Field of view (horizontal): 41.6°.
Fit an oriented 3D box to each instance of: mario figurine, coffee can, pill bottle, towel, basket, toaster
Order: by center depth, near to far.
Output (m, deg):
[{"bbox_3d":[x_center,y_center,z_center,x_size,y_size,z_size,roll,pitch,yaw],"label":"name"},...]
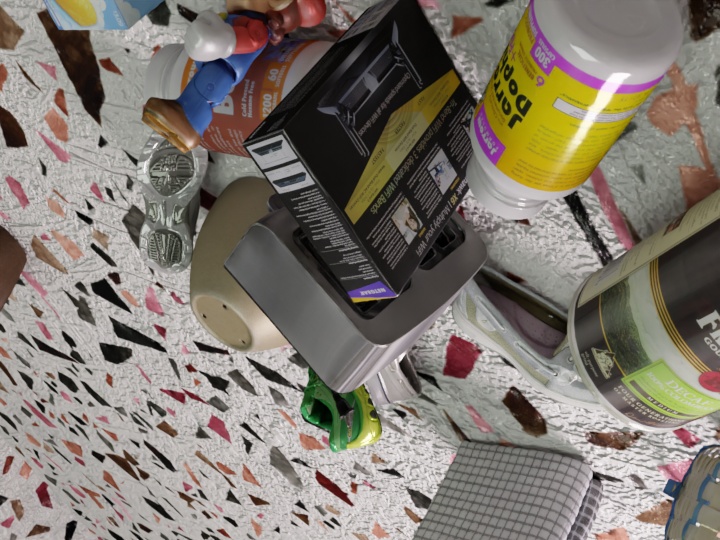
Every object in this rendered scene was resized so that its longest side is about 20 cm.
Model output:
[{"bbox_3d":[0.143,-0.122,0.693,0.104,0.105,0.201,34,147,7],"label":"pill bottle"},{"bbox_3d":[0.270,0.025,0.708,0.146,0.147,0.200,40,148,-2],"label":"coffee can"},{"bbox_3d":[-0.115,-0.201,0.773,0.123,0.201,0.106,29,169,39],"label":"mario figurine"},{"bbox_3d":[-0.104,-0.162,0.882,0.198,0.113,0.113,13,140,33],"label":"pill bottle"},{"bbox_3d":[0.000,0.000,0.883,0.200,0.180,0.119,48,146,8],"label":"toaster"},{"bbox_3d":[0.372,0.247,0.900,0.175,0.141,0.200,24,179,22],"label":"basket"},{"bbox_3d":[0.174,0.302,1.123,0.199,0.166,0.086,-3,135,47],"label":"towel"}]

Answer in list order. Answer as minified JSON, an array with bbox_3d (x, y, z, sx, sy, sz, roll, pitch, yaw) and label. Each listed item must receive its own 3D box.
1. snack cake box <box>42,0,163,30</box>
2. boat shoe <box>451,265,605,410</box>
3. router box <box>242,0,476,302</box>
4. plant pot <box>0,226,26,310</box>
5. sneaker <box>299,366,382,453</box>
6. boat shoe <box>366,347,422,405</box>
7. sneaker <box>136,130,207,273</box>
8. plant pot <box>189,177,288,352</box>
[{"bbox_3d":[-0.278,-0.331,0.891,0.114,0.067,0.201,11,139,37],"label":"snack cake box"},{"bbox_3d":[0.177,0.062,0.915,0.201,0.074,0.065,34,147,23],"label":"boat shoe"},{"bbox_3d":[0.017,-0.101,0.754,0.052,0.201,0.158,-10,124,45],"label":"router box"},{"bbox_3d":[-0.657,0.019,1.566,0.185,0.201,0.188,25,146,19],"label":"plant pot"},{"bbox_3d":[-0.042,0.139,1.160,0.201,0.083,0.075,-122,11,-48],"label":"sneaker"},{"bbox_3d":[0.029,0.081,1.090,0.065,0.072,0.202,-7,127,12],"label":"boat shoe"},{"bbox_3d":[-0.218,-0.103,1.100,0.077,0.100,0.202,11,122,-9],"label":"sneaker"},{"bbox_3d":[-0.120,0.015,1.092,0.199,0.135,0.202,26,146,19],"label":"plant pot"}]
